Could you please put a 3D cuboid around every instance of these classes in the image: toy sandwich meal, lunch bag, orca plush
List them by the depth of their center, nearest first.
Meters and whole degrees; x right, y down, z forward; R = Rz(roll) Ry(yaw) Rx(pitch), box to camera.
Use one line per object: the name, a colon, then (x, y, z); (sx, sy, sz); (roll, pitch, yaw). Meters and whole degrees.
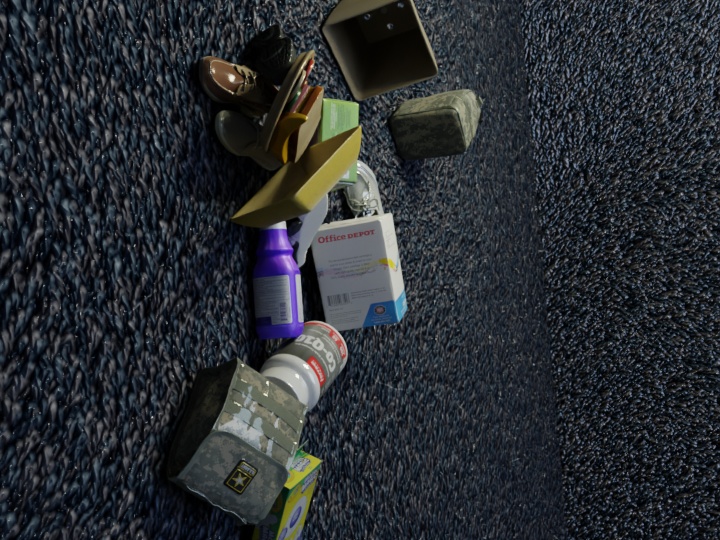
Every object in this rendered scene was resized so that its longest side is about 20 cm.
lunch bag: (-0.185, 0.261, 1.296); (0.164, 0.117, 0.202); (40, 48, -31)
toy sandwich meal: (-0.103, -0.265, 1.434); (0.207, 0.070, 0.205); (-64, -176, 8)
orca plush: (-0.110, -0.088, 1.581); (0.105, 0.071, 0.201); (-33, 154, -24)
lunch bag: (0.193, -0.374, 2.152); (0.140, 0.198, 0.168); (68, 31, -31)

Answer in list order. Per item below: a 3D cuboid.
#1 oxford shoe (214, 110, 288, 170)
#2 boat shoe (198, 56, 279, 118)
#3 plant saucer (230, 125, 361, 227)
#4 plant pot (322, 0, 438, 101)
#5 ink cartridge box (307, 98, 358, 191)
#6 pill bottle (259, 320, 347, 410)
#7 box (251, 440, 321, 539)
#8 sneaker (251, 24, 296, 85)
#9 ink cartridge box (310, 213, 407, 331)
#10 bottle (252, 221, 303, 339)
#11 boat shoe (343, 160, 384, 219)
oxford shoe: (-0.182, -0.228, 1.503); (0.200, 0.057, 0.076); (26, 64, -59)
boat shoe: (-0.199, -0.316, 1.468); (0.200, 0.071, 0.077); (10, 75, -64)
plant saucer: (-0.097, -0.144, 1.440); (0.049, 0.199, 0.200); (51, 56, -19)
plant pot: (0.048, -0.531, 1.912); (0.178, 0.198, 0.201); (-86, 155, -44)
ink cartridge box: (-0.079, -0.225, 1.626); (0.075, 0.199, 0.150); (4, 86, -27)
pill bottle: (-0.107, 0.178, 1.500); (0.200, 0.113, 0.115); (-48, 127, -60)
box: (-0.122, 0.386, 1.417); (0.117, 0.048, 0.202); (-27, 133, -63)
sneaker: (-0.137, -0.364, 1.524); (0.091, 0.075, 0.201); (58, 10, -33)
ink cartridge box: (0.000, 0.000, 1.703); (0.145, 0.145, 0.202); (-41, 122, -76)
bottle: (-0.145, 0.017, 1.497); (0.065, 0.083, 0.203); (5, 80, -71)
boat shoe: (0.007, -0.137, 1.852); (0.087, 0.074, 0.203); (-92, 167, -49)
